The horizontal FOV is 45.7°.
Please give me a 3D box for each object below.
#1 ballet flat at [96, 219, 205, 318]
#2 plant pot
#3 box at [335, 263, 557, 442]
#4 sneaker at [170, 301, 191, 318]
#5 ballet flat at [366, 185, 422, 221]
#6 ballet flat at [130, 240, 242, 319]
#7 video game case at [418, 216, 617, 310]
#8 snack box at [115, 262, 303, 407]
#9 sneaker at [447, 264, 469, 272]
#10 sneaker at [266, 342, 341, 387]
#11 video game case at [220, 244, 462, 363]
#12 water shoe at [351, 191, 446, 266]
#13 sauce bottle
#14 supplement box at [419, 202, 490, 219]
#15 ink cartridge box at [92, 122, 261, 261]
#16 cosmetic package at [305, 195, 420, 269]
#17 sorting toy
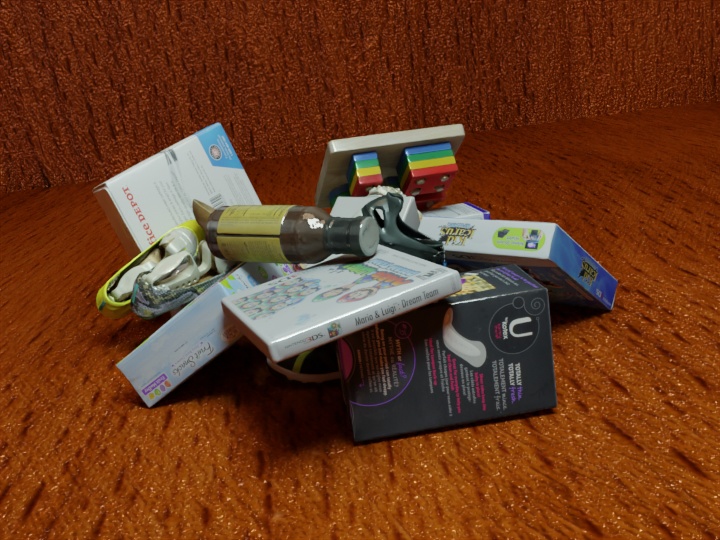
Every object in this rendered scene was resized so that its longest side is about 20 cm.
[{"bbox_3d":[-0.272,-0.008,1.161,0.200,0.067,0.067,-41,-5,-24],"label":"ballet flat"},{"bbox_3d":[-0.148,-0.035,1.168,0.199,0.028,0.200,32,0,0],"label":"plant pot"},{"bbox_3d":[0.077,0.076,0.833,0.198,0.124,0.106,-8,14,-4],"label":"box"},{"bbox_3d":[-0.225,0.033,1.233,0.104,0.076,0.200,-12,21,-11],"label":"sneaker"},{"bbox_3d":[0.086,-0.041,1.167,0.064,0.201,0.076,-26,-15,-50],"label":"ballet flat"},{"bbox_3d":[-0.213,-0.001,1.128,0.072,0.073,0.199,8,26,45],"label":"ballet flat"},{"bbox_3d":[0.193,-0.007,1.049,0.180,0.046,0.199,7,-15,39],"label":"video game case"},{"bbox_3d":[-0.167,0.055,1.001,0.168,0.068,0.200,-37,4,21],"label":"snack box"},{"bbox_3d":[0.108,0.031,1.063,0.074,0.089,0.199,-18,17,-32],"label":"sneaker"},{"bbox_3d":[-0.010,0.077,0.949,0.198,0.084,0.072,-4,15,13],"label":"sneaker"},{"bbox_3d":[-0.027,0.023,0.808,0.181,0.024,0.200,-20,15,-17],"label":"video game case"},{"bbox_3d":[0.069,0.005,0.963,0.079,0.201,0.072,-35,12,14],"label":"water shoe"},{"bbox_3d":[-0.073,-0.037,0.910,0.198,0.065,0.065,5,19,32],"label":"sauce bottle"},{"bbox_3d":[0.086,-0.031,1.269,0.198,0.102,0.103,-10,15,-11],"label":"supplement box"},{"bbox_3d":[-0.266,-0.105,1.260,0.199,0.147,0.086,-34,16,-26],"label":"ink cartridge box"},{"bbox_3d":[0.000,0.000,1.065,0.112,0.082,0.201,4,46,24],"label":"cosmetic package"},{"bbox_3d":[0.043,-0.129,1.274,0.198,0.070,0.199,-10,-17,-12],"label":"sorting toy"}]
